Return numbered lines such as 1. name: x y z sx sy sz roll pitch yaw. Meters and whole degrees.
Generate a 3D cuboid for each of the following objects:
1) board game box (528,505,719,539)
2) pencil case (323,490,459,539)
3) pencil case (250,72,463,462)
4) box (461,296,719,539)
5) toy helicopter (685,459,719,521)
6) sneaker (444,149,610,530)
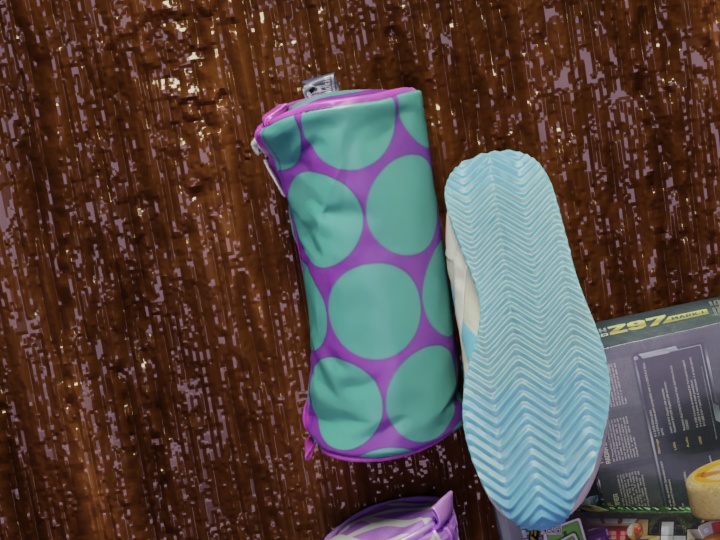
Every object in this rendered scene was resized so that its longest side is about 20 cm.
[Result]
1. board game box: 0.184 0.177 1.164 0.200 0.023 0.105 1 98 -12
2. pencil case: 0.047 0.222 1.211 0.085 0.084 0.200 -13 108 40
3. pencil case: 0.000 0.000 1.159 0.092 0.085 0.200 -8 104 4
4. box: 0.152 0.127 1.204 0.158 0.051 0.200 -14 103 3
5. toy helicopter: 0.262 0.088 1.128 0.200 0.132 0.079 -20 104 -17
6. sneaker: 0.087 0.041 1.121 0.076 0.081 0.200 -7 62 5
